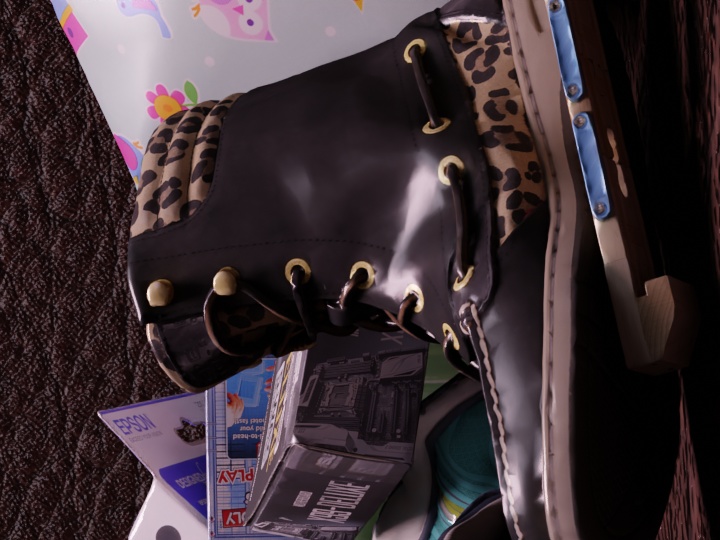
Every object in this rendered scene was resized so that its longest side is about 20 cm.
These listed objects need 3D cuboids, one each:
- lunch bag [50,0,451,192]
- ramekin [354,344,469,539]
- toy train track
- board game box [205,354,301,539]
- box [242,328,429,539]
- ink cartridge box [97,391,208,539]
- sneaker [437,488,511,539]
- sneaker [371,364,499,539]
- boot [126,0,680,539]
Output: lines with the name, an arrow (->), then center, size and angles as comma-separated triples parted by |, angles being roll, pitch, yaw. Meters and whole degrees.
lunch bag -> -0.019, -0.139, 0.725 | 0.122, 0.200, 0.171 | -35, -81, -50
ramekin -> 0.036, 0.062, 1.051 | 0.200, 0.097, 0.201 | 179, 90, -89
toy train track -> 0.069, -0.073, 0.578 | 0.115, 0.032, 0.201 | 17, -120, -63
board game box -> -0.045, 0.044, 1.056 | 0.200, 0.061, 0.201 | 91, 178, -74
box -> 0.000, 0.000, 0.872 | 0.158, 0.050, 0.201 | 116, 164, -71
ink cartridge box -> -0.045, 0.146, 1.123 | 0.043, 0.200, 0.198 | -49, -11, 11
sneaker -> 0.055, 0.173, 0.719 | 0.146, 0.077, 0.203 | 83, -174, -73
sneaker -> 0.063, 0.090, 0.872 | 0.080, 0.077, 0.200 | 51, 153, 25
boot -> 0.009, 0.008, 0.624 | 0.073, 0.150, 0.201 | 40, -140, -52
